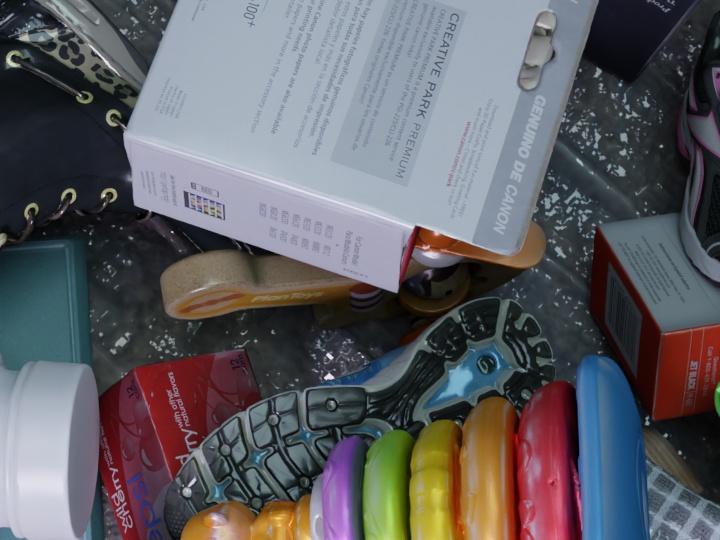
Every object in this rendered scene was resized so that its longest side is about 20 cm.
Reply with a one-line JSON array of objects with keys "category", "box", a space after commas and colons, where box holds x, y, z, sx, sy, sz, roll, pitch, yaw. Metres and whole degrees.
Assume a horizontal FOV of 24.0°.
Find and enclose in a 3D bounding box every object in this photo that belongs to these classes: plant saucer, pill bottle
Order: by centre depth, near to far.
[{"category": "pill bottle", "box": [-0.227, 0.081, 0.790, 0.199, 0.111, 0.112, 2, 73, 2]}, {"category": "plant saucer", "box": [-0.169, 0.077, 0.861, 0.070, 0.019, 0.201, -4, 73, -9]}]

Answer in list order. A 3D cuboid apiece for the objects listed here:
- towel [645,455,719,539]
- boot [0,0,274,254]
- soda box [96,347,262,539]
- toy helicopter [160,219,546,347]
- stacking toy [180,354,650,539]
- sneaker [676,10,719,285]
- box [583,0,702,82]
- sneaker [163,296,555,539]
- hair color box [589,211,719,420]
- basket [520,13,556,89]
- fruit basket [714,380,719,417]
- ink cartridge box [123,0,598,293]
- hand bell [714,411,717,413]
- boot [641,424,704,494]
[{"category": "towel", "box": [0.098, 0.180, 0.760, 0.165, 0.086, 0.200, 32, 69, 13]}, {"category": "boot", "box": [-0.146, -0.032, 0.845, 0.204, 0.073, 0.154, 48, 62, -8]}, {"category": "soda box", "box": [-0.066, 0.143, 0.819, 0.070, 0.063, 0.201, -9, 72, -39]}, {"category": "toy helicopter", "box": [0.000, 0.000, 0.824, 0.199, 0.132, 0.079, -4, 73, -31]}, {"category": "stacking toy", "box": [0.020, 0.106, 0.709, 0.199, 0.116, 0.110, -6, 57, 12]}, {"category": "sneaker", "box": [0.200, -0.069, 0.872, 0.080, 0.087, 0.200, -5, 38, -2]}, {"category": "box", "box": [0.176, -0.240, 0.908, 0.123, 0.198, 0.200, 34, 72, 1]}, {"category": "sneaker", "box": [-0.002, 0.086, 0.804, 0.199, 0.090, 0.079, -24, 84, -21]}, {"category": "hair color box", "box": [0.231, 0.011, 0.887, 0.199, 0.061, 0.102, -9, 37, -9]}, {"category": "basket", "box": [0.004, -0.126, 0.890, 0.199, 0.123, 0.136, 18, 71, -1]}, {"category": "fruit basket", "box": [0.269, 0.041, 0.766, 0.215, 0.216, 0.156, -22, 57, -13]}, {"category": "ink cartridge box", "box": [0.010, -0.103, 0.768, 0.175, 0.084, 0.201, 19, 70, 3]}, {"category": "hand bell", "box": [0.275, 0.083, 0.896, 0.199, 0.104, 0.105, 10, 72, 9]}, {"category": "boot", "box": [0.137, 0.193, 0.840, 0.154, 0.074, 0.200, -33, 69, -16]}]
